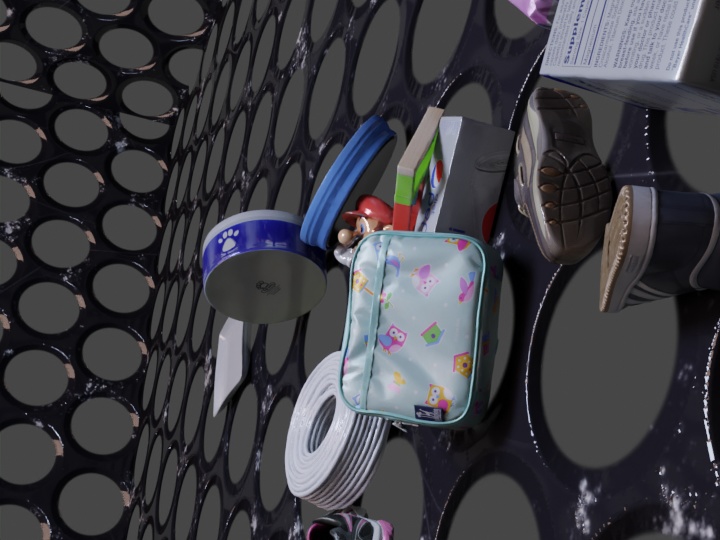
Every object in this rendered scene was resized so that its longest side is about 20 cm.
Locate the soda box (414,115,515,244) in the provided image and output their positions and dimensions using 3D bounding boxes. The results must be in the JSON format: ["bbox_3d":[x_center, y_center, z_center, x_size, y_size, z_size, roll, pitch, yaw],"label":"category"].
[{"bbox_3d":[0.106,-0.064,1.075,0.063,0.068,0.202,-154,78,-72],"label":"soda box"}]

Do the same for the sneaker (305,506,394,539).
[{"bbox_3d":[-0.031,0.324,1.200,0.200,0.086,0.081,146,134,-64],"label":"sneaker"}]

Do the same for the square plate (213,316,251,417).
[{"bbox_3d":[-0.260,0.174,2.011,0.198,0.028,0.202,128,148,-50],"label":"square plate"}]

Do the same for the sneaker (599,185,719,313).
[{"bbox_3d":[0.233,-0.008,0.710,0.200,0.107,0.071,56,-142,-75],"label":"sneaker"}]

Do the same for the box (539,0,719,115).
[{"bbox_3d":[0.243,-0.219,0.729,0.200,0.104,0.186,-144,68,-68],"label":"box"}]

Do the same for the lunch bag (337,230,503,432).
[{"bbox_3d":[0.057,0.062,0.996,0.077,0.159,0.202,20,-104,-67],"label":"lunch bag"}]

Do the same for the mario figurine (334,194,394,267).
[{"bbox_3d":[0.000,0.000,1.268,0.122,0.106,0.202,-7,77,33],"label":"mario figurine"}]

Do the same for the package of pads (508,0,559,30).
[{"bbox_3d":[0.188,-0.326,0.992,0.201,0.075,0.121,-111,41,-57],"label":"package of pads"}]

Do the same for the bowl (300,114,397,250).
[{"bbox_3d":[-0.012,-0.117,1.345,0.202,0.039,0.201,-57,-6,-9],"label":"bowl"}]

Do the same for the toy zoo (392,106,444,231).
[{"bbox_3d":[0.063,-0.070,1.131,0.132,0.020,0.201,-62,-18,-48],"label":"toy zoo"}]

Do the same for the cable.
[{"bbox_3d":[-0.028,0.201,1.249,0.200,0.069,0.202,-14,55,65],"label":"cable"}]

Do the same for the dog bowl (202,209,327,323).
[{"bbox_3d":[-0.152,-0.003,1.561,0.201,0.198,0.079,123,149,-45],"label":"dog bowl"}]

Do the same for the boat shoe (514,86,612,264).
[{"bbox_3d":[0.180,-0.079,0.893,0.074,0.074,0.201,110,170,-50],"label":"boat shoe"}]
